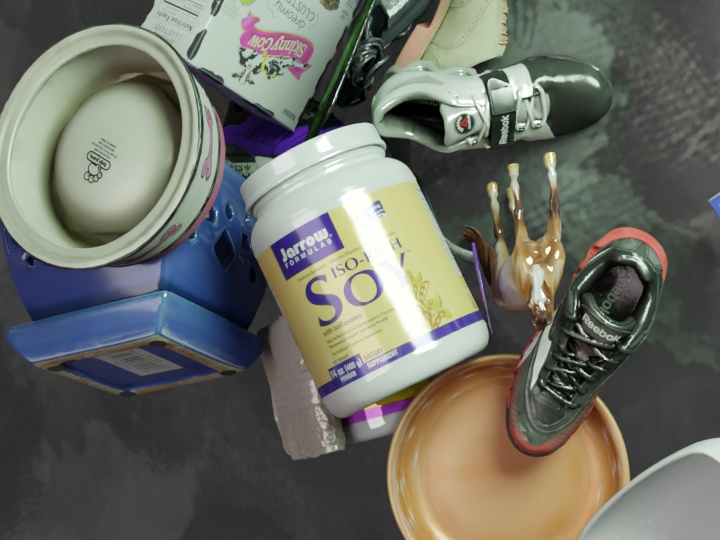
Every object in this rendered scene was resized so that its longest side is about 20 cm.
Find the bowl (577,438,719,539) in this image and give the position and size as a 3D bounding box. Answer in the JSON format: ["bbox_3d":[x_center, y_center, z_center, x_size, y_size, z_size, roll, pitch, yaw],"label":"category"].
[{"bbox_3d":[0.275,0.225,0.844,0.200,0.074,0.200,50,138,15],"label":"bowl"}]

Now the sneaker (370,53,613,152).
[{"bbox_3d":[0.103,-0.127,0.937,0.199,0.089,0.074,-1,121,19],"label":"sneaker"}]

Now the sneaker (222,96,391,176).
[{"bbox_3d":[-0.060,-0.139,1.094,0.199,0.069,0.100,3,93,36],"label":"sneaker"}]

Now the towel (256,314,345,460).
[{"bbox_3d":[-0.060,0.108,1.072,0.200,0.034,0.133,142,113,-74],"label":"towel"}]

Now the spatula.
[{"bbox_3d":[0.076,-0.027,0.982,0.200,0.020,0.057,-120,10,-48],"label":"spatula"}]

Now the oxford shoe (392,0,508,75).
[{"bbox_3d":[0.104,-0.222,0.975,0.074,0.071,0.200,38,122,5],"label":"oxford shoe"}]

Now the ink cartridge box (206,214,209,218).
[{"bbox_3d":[-0.229,0.008,1.251,0.199,0.057,0.164,14,102,40],"label":"ink cartridge box"}]

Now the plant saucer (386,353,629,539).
[{"bbox_3d":[0.122,0.171,0.960,0.199,0.037,0.202,-1,87,9],"label":"plant saucer"}]

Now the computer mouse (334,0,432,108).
[{"bbox_3d":[0.038,-0.234,0.991,0.052,0.138,0.201,23,81,-6],"label":"computer mouse"}]

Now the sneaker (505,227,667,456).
[{"bbox_3d":[0.171,0.059,0.891,0.071,0.098,0.201,31,98,7],"label":"sneaker"}]

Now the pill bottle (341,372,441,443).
[{"bbox_3d":[0.008,0.048,1.038,0.104,0.104,0.201,-19,83,36],"label":"pill bottle"}]

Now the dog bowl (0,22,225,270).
[{"bbox_3d":[-0.197,-0.092,0.930,0.199,0.074,0.202,-5,78,22],"label":"dog bowl"}]

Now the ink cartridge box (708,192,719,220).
[{"bbox_3d":[0.356,-0.064,0.804,0.200,0.044,0.094,-37,70,33],"label":"ink cartridge box"}]

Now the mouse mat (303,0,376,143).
[{"bbox_3d":[-0.019,-0.165,0.959,0.200,0.007,0.162,140,152,-73],"label":"mouse mat"}]

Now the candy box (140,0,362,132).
[{"bbox_3d":[-0.078,-0.247,1.004,0.071,0.168,0.201,28,91,32],"label":"candy box"}]

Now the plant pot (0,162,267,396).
[{"bbox_3d":[-0.201,0.006,1.054,0.199,0.200,0.181,-12,67,22],"label":"plant pot"}]

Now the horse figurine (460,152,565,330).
[{"bbox_3d":[0.129,-0.013,0.928,0.200,0.050,0.134,137,128,-79],"label":"horse figurine"}]

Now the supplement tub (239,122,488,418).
[{"bbox_3d":[0.000,0.000,0.918,0.145,0.145,0.201,-30,83,35],"label":"supplement tub"}]
